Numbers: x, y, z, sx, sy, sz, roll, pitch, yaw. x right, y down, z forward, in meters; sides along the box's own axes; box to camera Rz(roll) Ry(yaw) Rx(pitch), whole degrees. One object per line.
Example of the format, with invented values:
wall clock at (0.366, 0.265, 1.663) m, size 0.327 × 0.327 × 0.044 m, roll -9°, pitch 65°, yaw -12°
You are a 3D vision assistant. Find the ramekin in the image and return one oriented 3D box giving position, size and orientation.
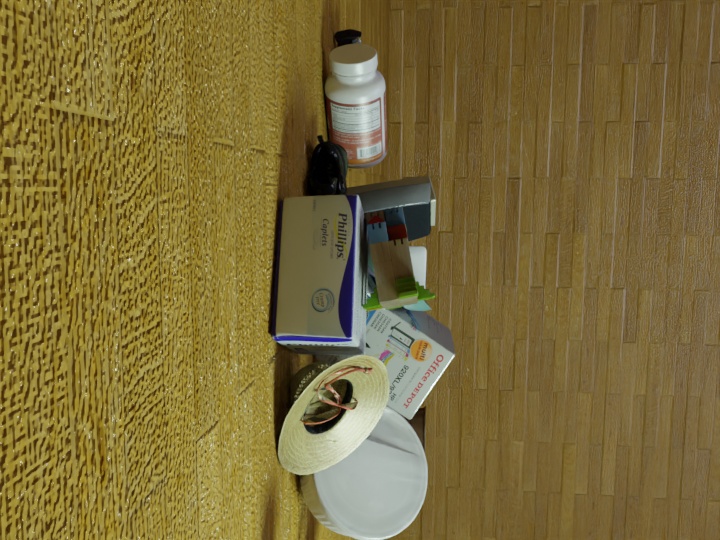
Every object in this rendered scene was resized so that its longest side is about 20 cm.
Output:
ramekin at (-0.002, 0.311, 1.014) m, size 0.094 × 0.200 × 0.205 m, roll -43°, pitch -144°, yaw 52°

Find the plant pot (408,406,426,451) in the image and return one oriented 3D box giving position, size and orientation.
plant pot at (0.118, 0.547, 2.170) m, size 0.200 × 0.195 × 0.203 m, roll 1°, pitch 90°, yaw -85°

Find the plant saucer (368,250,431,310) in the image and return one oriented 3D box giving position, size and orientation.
plant saucer at (0.045, 0.000, 1.125) m, size 0.201 × 0.036 × 0.200 m, roll 50°, pitch 3°, yaw -3°

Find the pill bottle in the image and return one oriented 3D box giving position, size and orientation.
pill bottle at (-0.008, -0.299, 1.201) m, size 0.113 × 0.111 × 0.202 m, roll -82°, pitch 171°, yaw -49°

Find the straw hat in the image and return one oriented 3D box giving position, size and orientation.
straw hat at (-0.054, 0.176, 0.916) m, size 0.085 × 0.200 × 0.203 m, roll 39°, pitch -33°, yaw 38°

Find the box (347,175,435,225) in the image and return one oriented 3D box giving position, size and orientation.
box at (0.045, -0.122, 1.287) m, size 0.083 × 0.197 × 0.069 m, roll 81°, pitch -1°, yaw -53°

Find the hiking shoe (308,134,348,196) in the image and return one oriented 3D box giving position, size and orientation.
hiking shoe at (-0.055, -0.107, 1.041) m, size 0.101 × 0.075 × 0.203 m, roll 6°, pitch 76°, yaw -75°

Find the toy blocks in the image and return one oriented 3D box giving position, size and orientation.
toy blocks at (0.042, -0.023, 0.908) m, size 0.200 × 0.099 × 0.139 m, roll 51°, pitch 29°, yaw -82°

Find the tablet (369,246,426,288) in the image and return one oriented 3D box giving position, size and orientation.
tablet at (0.032, 0.019, 1.260) m, size 0.014 × 0.197 × 0.132 m, roll -150°, pitch -120°, yaw -71°

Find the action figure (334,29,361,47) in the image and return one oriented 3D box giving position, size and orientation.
action figure at (-0.013, -0.393, 1.356) m, size 0.201 × 0.068 × 0.132 m, roll 86°, pitch 2°, yaw -65°

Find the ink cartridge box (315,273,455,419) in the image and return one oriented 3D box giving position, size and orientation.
ink cartridge box at (0.047, 0.130, 1.166) m, size 0.148 × 0.199 × 0.145 m, roll -56°, pitch -177°, yaw 13°

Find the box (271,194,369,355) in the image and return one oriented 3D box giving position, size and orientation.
box at (-0.047, 0.015, 0.901) m, size 0.200 × 0.103 × 0.187 m, roll 70°, pitch 21°, yaw -76°

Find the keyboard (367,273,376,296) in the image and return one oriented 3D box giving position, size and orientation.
keyboard at (0.000, 0.000, 1.128) m, size 0.056 × 0.011 × 0.200 m, roll 45°, pitch 9°, yaw -32°

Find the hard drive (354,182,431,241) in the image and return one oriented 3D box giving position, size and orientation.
hard drive at (0.037, -0.094, 1.225) m, size 0.136 × 0.197 × 0.043 m, roll 81°, pitch -1°, yaw -55°
